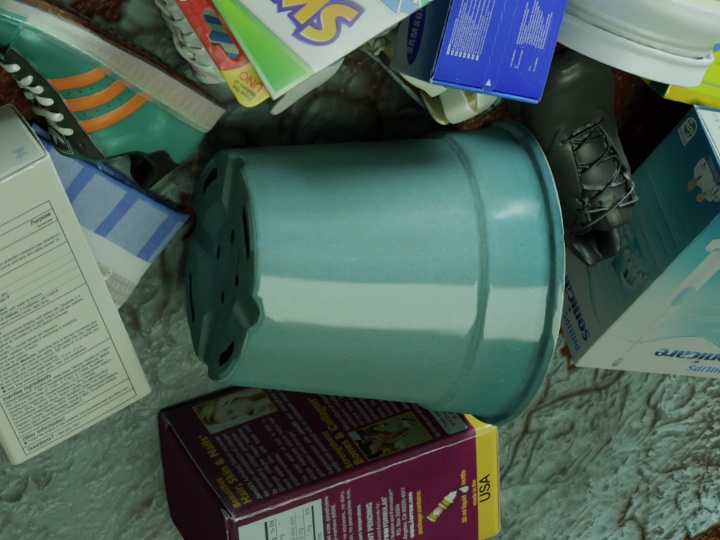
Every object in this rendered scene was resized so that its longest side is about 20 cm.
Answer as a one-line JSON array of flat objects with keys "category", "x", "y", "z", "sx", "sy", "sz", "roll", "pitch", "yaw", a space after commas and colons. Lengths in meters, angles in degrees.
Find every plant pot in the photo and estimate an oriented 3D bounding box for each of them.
[{"category": "plant pot", "x": 0.000, "y": 0.000, "z": 1.594, "sx": 0.196, "sy": 0.200, "sz": 0.201, "roll": 1, "pitch": 120, "yaw": -21}]

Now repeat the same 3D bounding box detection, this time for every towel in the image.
[{"category": "towel", "x": -0.216, "y": 0.014, "z": 1.579, "sx": 0.147, "sy": 0.024, "sz": 0.200, "roll": 31, "pitch": 102, "yaw": -41}]

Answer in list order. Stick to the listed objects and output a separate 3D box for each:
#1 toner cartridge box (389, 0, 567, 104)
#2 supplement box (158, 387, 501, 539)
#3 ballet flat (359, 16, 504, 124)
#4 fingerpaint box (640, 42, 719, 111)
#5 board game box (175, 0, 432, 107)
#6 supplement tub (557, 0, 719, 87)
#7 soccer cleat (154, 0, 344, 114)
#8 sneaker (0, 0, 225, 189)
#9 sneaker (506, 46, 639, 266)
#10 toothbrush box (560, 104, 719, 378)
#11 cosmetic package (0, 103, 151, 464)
[{"category": "toner cartridge box", "x": 0.088, "y": -0.206, "z": 1.495, "sx": 0.095, "sy": 0.043, "sz": 0.200, "roll": 8, "pitch": 101, "yaw": -40}, {"category": "supplement box", "x": -0.020, "y": 0.140, "z": 1.703, "sx": 0.200, "sy": 0.131, "sz": 0.103, "roll": -17, "pitch": 127, "yaw": -18}, {"category": "ballet flat", "x": 0.046, "y": -0.129, "z": 1.577, "sx": 0.074, "sy": 0.074, "sz": 0.200, "roll": -47, "pitch": 143, "yaw": 6}, {"category": "fingerpaint box", "x": 0.297, "y": -0.185, "z": 1.704, "sx": 0.200, "sy": 0.073, "sz": 0.167, "roll": 10, "pitch": 115, "yaw": -36}, {"category": "board game box", "x": -0.007, "y": -0.182, "z": 1.436, "sx": 0.200, "sy": 0.030, "sz": 0.096, "roll": -32, "pitch": 102, "yaw": 4}, {"category": "supplement tub", "x": 0.194, "y": -0.230, "z": 1.560, "sx": 0.145, "sy": 0.145, "sz": 0.200, "roll": 10, "pitch": 110, "yaw": -34}, {"category": "soccer cleat", "x": -0.093, "y": -0.158, "z": 1.505, "sx": 0.086, "sy": 0.070, "sz": 0.200, "roll": -44, "pitch": 129, "yaw": 19}, {"category": "sneaker", "x": -0.171, "y": -0.108, "z": 1.491, "sx": 0.200, "sy": 0.071, "sz": 0.080, "roll": 29, "pitch": 99, "yaw": -41}, {"category": "sneaker", "x": 0.149, "y": -0.076, "z": 1.649, "sx": 0.076, "sy": 0.091, "sz": 0.200, "roll": -27, "pitch": 150, "yaw": -6}, {"category": "toothbrush box", "x": 0.245, "y": -0.015, "z": 1.736, "sx": 0.146, "sy": 0.085, "sz": 0.200, "roll": 5, "pitch": 141, "yaw": -32}, {"category": "cosmetic package", "x": -0.212, "y": 0.010, "z": 1.515, "sx": 0.105, "sy": 0.071, "sz": 0.200, "roll": -27, "pitch": 130, "yaw": -12}]
